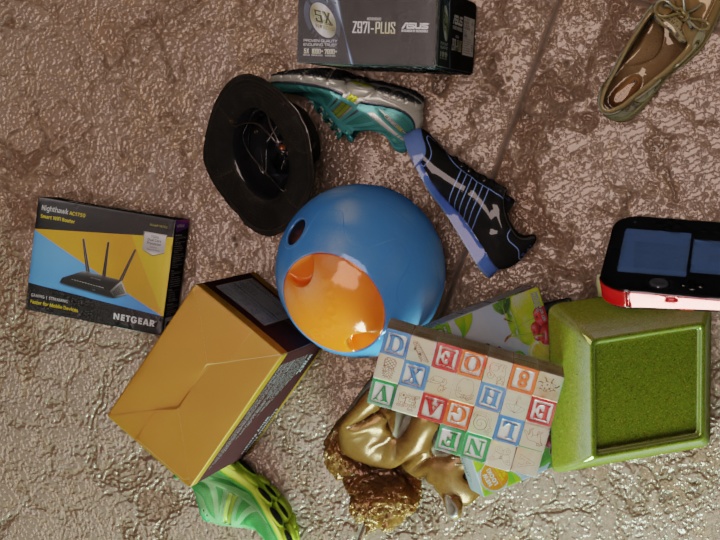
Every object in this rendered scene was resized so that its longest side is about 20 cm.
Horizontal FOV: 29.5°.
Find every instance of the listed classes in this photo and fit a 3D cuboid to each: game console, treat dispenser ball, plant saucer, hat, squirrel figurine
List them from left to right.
[{"bbox_3d":[-0.103,-0.148,1.666,0.199,0.081,0.203,21,122,37],"label":"hat"},{"bbox_3d":[0.000,0.000,1.596,0.198,0.201,0.203,1,94,16],"label":"treat dispenser ball"},{"bbox_3d":[0.058,0.224,1.648,0.186,0.142,0.201,38,117,0],"label":"squirrel figurine"},{"bbox_3d":[0.311,0.126,1.525,0.198,0.048,0.202,-8,107,-14],"label":"plant saucer"},{"bbox_3d":[0.357,-0.010,1.495,0.175,0.200,0.031,1,115,17],"label":"game console"}]

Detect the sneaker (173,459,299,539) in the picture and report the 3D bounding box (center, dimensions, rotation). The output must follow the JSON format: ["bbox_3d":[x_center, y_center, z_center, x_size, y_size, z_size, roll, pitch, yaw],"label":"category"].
[{"bbox_3d":[-0.156,0.294,1.732,0.200,0.074,0.084,40,101,20],"label":"sneaker"}]

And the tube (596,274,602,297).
[{"bbox_3d":[0.302,0.095,1.563,0.052,0.058,0.202,16,118,36],"label":"tube"}]

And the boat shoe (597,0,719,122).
[{"bbox_3d":[0.341,-0.254,1.548,0.073,0.063,0.201,36,102,12],"label":"boat shoe"}]

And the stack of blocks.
[{"bbox_3d":[0.110,0.137,1.485,0.198,0.059,0.116,16,100,3],"label":"stack of blocks"}]

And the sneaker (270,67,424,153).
[{"bbox_3d":[-0.022,-0.197,1.657,0.198,0.077,0.080,19,108,14],"label":"sneaker"}]

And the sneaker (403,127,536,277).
[{"bbox_3d":[0.130,-0.093,1.619,0.078,0.070,0.201,-33,96,11],"label":"sneaker"}]

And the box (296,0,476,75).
[{"bbox_3d":[0.034,-0.273,1.566,0.162,0.200,0.087,4,97,17],"label":"box"}]

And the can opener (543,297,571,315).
[{"bbox_3d":[0.238,0.068,1.607,0.198,0.053,0.068,-14,89,18],"label":"can opener"}]

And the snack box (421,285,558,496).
[{"bbox_3d":[0.163,0.135,1.558,0.141,0.053,0.202,-21,96,-12],"label":"snack box"}]

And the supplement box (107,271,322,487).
[{"bbox_3d":[-0.165,0.126,1.653,0.132,0.200,0.198,38,103,10],"label":"supplement box"}]

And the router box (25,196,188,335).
[{"bbox_3d":[-0.328,-0.007,1.769,0.198,0.051,0.151,9,95,16],"label":"router box"}]
